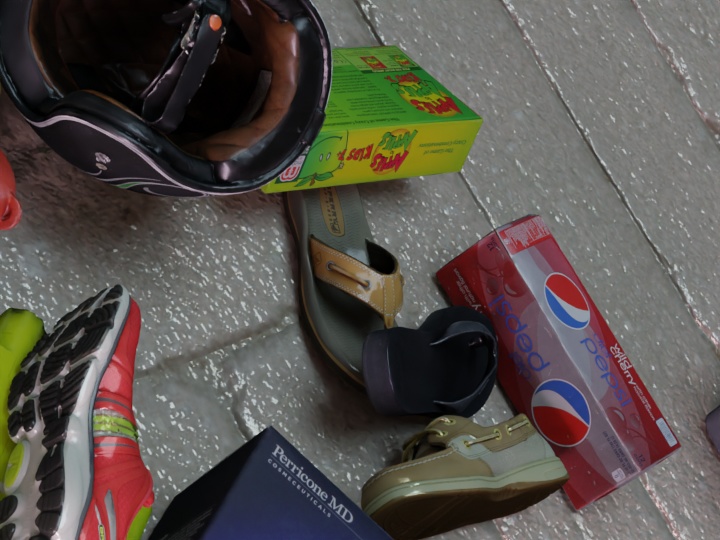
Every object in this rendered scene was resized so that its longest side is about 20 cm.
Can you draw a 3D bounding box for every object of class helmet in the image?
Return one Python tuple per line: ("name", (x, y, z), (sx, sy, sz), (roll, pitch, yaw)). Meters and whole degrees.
("helmet", (-0.131, -0.141, 1.506), (0.199, 0.190, 0.202), (-16, 117, -34))

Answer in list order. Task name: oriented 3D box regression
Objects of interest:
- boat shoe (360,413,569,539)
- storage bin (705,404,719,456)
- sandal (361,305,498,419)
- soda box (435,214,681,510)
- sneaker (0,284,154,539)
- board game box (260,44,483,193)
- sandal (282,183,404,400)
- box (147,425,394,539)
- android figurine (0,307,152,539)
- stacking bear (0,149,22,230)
("boat shoe", (0.060, 0.132, 1.588), (0.199, 0.074, 0.067), (0, 58, -55))
("storage bin", (0.363, 0.144, 1.817), (0.145, 0.134, 0.201), (-10, 70, -47))
("sandal", (0.059, 0.066, 1.608), (0.200, 0.043, 0.077), (-14, 93, -68))
("soda box", (0.140, 0.063, 1.710), (0.063, 0.070, 0.201), (-21, 79, -50))
("sneaker", (-0.151, 0.103, 1.351), (0.085, 0.077, 0.201), (38, 45, -35))
("board game box", (-0.019, -0.108, 1.669), (0.199, 0.048, 0.102), (-9, 42, -46))
("sandal", (0.000, 0.000, 1.633), (0.081, 0.055, 0.201), (12, 54, -38))
("box", (-0.065, 0.215, 1.375), (0.148, 0.104, 0.200), (42, 41, -11))
("android figurine", (-0.200, 0.117, 1.366), (0.182, 0.041, 0.201), (37, 42, -19))
("stacking bear", (-0.263, -0.109, 1.422), (0.114, 0.121, 0.201), (13, 57, -79))
